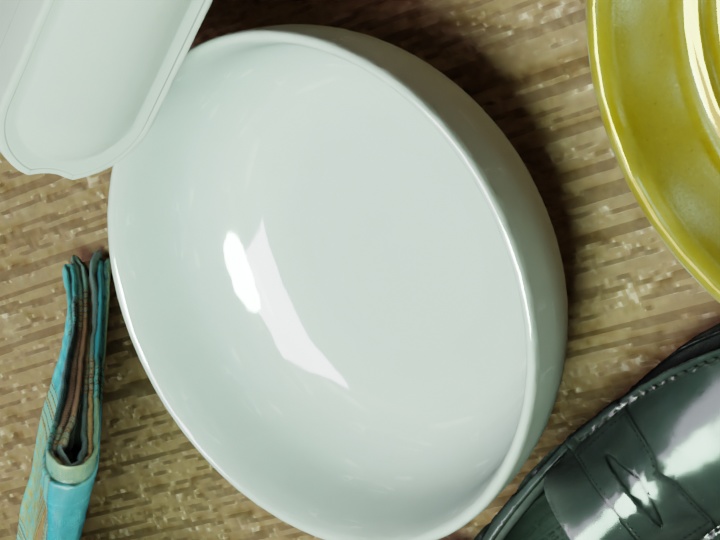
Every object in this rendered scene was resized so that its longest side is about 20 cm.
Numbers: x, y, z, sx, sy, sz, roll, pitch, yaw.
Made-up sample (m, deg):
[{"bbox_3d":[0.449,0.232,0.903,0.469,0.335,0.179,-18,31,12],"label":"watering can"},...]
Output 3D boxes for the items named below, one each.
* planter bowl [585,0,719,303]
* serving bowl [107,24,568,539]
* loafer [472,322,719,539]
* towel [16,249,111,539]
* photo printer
[{"bbox_3d":[0.172,-0.071,0.766,0.200,0.083,0.201,17,119,34],"label":"planter bowl"},{"bbox_3d":[0.000,0.000,0.957,0.200,0.066,0.201,17,119,34],"label":"serving bowl"},{"bbox_3d":[0.099,0.081,0.906,0.068,0.070,0.201,52,133,8],"label":"loafer"},{"bbox_3d":[-0.134,0.111,1.085,0.022,0.147,0.200,10,125,-9],"label":"towel"},{"bbox_3d":[-0.096,-0.145,0.926,0.200,0.069,0.167,-60,34,39],"label":"photo printer"}]
